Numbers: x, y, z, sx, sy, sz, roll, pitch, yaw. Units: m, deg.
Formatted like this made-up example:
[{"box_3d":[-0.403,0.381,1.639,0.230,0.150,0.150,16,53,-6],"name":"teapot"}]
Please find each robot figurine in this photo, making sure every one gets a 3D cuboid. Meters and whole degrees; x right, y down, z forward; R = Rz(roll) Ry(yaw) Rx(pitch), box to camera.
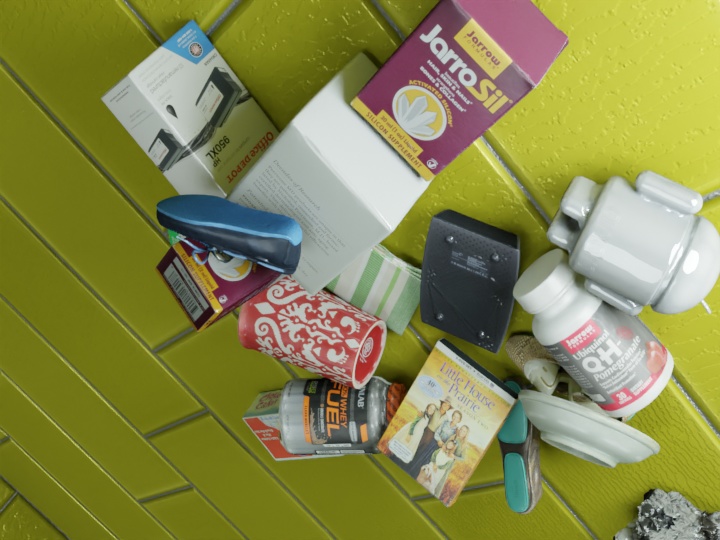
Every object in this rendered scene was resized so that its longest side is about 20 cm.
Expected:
[{"box_3d":[0.305,-0.027,0.991,0.197,0.113,0.172,27,134,12],"name":"robot figurine"}]

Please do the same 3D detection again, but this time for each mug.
[{"box_3d":[-0.060,0.086,1.389,0.197,0.177,0.136,21,107,23],"name":"mug"}]

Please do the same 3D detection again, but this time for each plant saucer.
[{"box_3d":[0.299,0.222,1.222,0.197,0.051,0.200,24,170,4],"name":"plant saucer"}]

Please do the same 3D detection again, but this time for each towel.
[{"box_3d":[0.000,0.000,1.327,0.198,0.024,0.154,32,142,5],"name":"towel"}]

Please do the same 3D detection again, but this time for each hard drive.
[{"box_3d":[0.147,0.014,1.210,0.133,0.043,0.203,22,139,19],"name":"hard drive"}]

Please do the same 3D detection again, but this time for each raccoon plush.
[{"box_3d":[0.470,0.404,1.319,0.196,0.098,0.135,17,145,23],"name":"raccoon plush"}]

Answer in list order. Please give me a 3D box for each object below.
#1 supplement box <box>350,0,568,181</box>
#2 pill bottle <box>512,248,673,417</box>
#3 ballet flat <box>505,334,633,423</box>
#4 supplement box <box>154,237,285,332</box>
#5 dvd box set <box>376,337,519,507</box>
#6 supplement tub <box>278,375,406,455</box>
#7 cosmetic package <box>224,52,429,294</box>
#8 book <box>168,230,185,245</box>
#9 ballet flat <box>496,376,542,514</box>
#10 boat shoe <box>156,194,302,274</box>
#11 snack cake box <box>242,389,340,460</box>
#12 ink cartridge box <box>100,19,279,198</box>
[{"box_3d":[0.102,-0.211,0.973,0.131,0.104,0.200,43,141,-6],"name":"supplement box"},{"box_3d":[0.280,0.073,1.112,0.200,0.111,0.110,45,141,-11],"name":"pill bottle"},{"box_3d":[0.280,0.148,1.223,0.196,0.066,0.072,21,137,20],"name":"ballet flat"},{"box_3d":[-0.173,-0.017,1.281,0.111,0.199,0.085,55,143,1],"name":"supplement box"},{"box_3d":[0.127,0.225,1.343,0.145,0.029,0.202,36,109,19],"name":"dvd box set"},{"box_3d":[-0.025,0.234,1.467,0.195,0.124,0.124,-4,130,12],"name":"supplement tub"},{"box_3d":[-0.029,-0.113,1.106,0.166,0.168,0.199,45,140,-7],"name":"cosmetic package"},{"box_3d":[-0.218,-0.027,1.454,0.197,0.048,0.136,20,135,23],"name":"book"},{"box_3d":[0.238,0.254,1.346,0.067,0.067,0.205,3,97,41],"name":"ballet flat"},{"box_3d":[-0.162,-0.036,1.072,0.197,0.084,0.070,19,126,29],"name":"boat shoe"},{"box_3d":[-0.110,0.278,1.651,0.198,0.068,0.116,-15,120,45],"name":"snack cake box"},{"box_3d":[-0.215,-0.198,1.195,0.083,0.145,0.201,-19,117,45],"name":"ink cartridge box"}]
